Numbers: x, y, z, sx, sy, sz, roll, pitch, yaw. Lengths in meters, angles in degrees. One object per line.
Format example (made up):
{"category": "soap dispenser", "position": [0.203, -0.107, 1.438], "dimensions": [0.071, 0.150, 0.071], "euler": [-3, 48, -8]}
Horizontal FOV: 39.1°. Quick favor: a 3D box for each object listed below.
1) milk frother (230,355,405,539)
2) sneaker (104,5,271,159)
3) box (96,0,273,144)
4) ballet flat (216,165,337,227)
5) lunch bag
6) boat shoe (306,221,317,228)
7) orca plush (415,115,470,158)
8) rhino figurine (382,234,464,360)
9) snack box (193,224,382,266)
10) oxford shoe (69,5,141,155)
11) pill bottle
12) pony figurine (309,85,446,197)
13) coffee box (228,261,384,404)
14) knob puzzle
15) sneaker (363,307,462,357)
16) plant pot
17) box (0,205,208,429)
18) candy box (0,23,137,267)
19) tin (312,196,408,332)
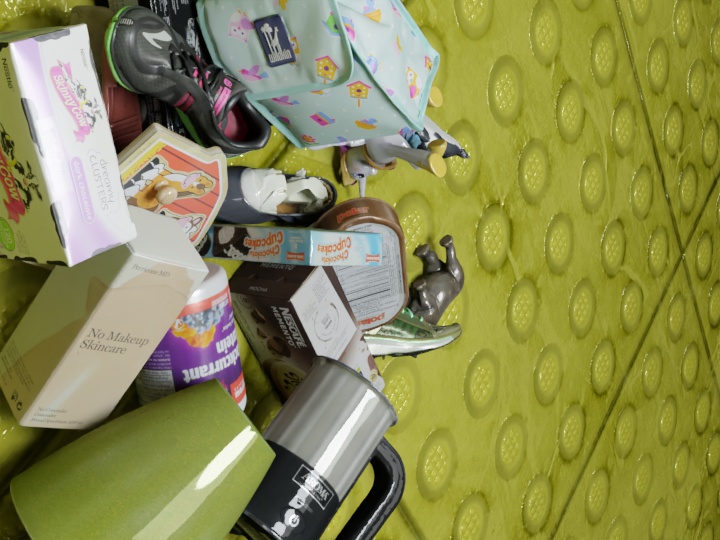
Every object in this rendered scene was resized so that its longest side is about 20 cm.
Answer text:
{"category": "milk frother", "position": [-0.072, 0.214, 1.109], "dimensions": [0.189, 0.198, 0.182], "euler": [-52, 129, -24]}
{"category": "sneaker", "position": [-0.150, -0.172, 0.921], "dimensions": [0.199, 0.083, 0.078], "euler": [37, 66, -48]}
{"category": "box", "position": [-0.171, -0.236, 1.022], "dimensions": [0.163, 0.085, 0.204], "euler": [-24, 114, -47]}
{"category": "ballet flat", "position": [-0.096, -0.089, 1.150], "dimensions": [0.198, 0.072, 0.075], "euler": [4, 92, -52]}
{"category": "lunch bag", "position": [-0.042, -0.215, 0.984], "dimensions": [0.200, 0.168, 0.124], "euler": [39, 58, -47]}
{"category": "boat shoe", "position": [-0.008, -0.021, 1.251], "dimensions": [0.087, 0.075, 0.201], "euler": [52, 33, 14]}
{"category": "orca plush", "position": [0.061, -0.184, 1.366], "dimensions": [0.199, 0.071, 0.106], "euler": [15, 39, -57]}
{"category": "rhino figurine", "position": [0.084, 0.049, 1.409], "dimensions": [0.201, 0.059, 0.088], "euler": [-54, 131, -30]}
{"category": "snack box", "position": [-0.088, -0.027, 1.066], "dimensions": [0.115, 0.198, 0.038], "euler": [-1, 94, -51]}
{"category": "oxford shoe", "position": [-0.251, -0.149, 0.957], "dimensions": [0.070, 0.074, 0.203], "euler": [-33, 140, -67]}
{"category": "pill bottle", "position": [-0.177, 0.102, 1.042], "dimensions": [0.111, 0.110, 0.204], "euler": [-26, 115, -47]}
{"category": "pony figurine", "position": [0.007, -0.181, 1.203], "dimensions": [0.166, 0.199, 0.195], "euler": [-39, 109, -33]}
{"category": "coffee box", "position": [-0.063, 0.078, 1.183], "dimensions": [0.080, 0.112, 0.202], "euler": [-50, 131, -35]}
{"category": "knob puzzle", "position": [-0.199, -0.043, 0.962], "dimensions": [0.218, 0.031, 0.220], "euler": [-31, 159, -13]}
{"category": "sneaker", "position": [0.047, 0.067, 1.322], "dimensions": [0.197, 0.077, 0.090], "euler": [-2, 81, -29]}
{"category": "plant pot", "position": [-0.182, 0.199, 0.933], "dimensions": [0.199, 0.187, 0.188], "euler": [-39, 129, -9]}
{"category": "box", "position": [-0.234, 0.043, 0.908], "dimensions": [0.094, 0.078, 0.201], "euler": [13, 120, -50]}
{"category": "candy box", "position": [-0.282, -0.100, 0.808], "dimensions": [0.071, 0.198, 0.171], "euler": [-29, 117, -45]}
{"category": "tin", "position": [0.000, 0.000, 1.198], "dimensions": [0.202, 0.110, 0.042], "euler": [82, -7, -48]}
